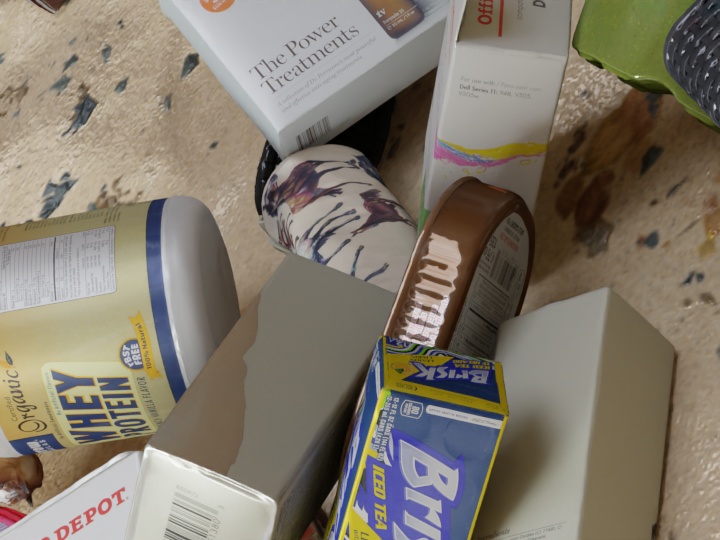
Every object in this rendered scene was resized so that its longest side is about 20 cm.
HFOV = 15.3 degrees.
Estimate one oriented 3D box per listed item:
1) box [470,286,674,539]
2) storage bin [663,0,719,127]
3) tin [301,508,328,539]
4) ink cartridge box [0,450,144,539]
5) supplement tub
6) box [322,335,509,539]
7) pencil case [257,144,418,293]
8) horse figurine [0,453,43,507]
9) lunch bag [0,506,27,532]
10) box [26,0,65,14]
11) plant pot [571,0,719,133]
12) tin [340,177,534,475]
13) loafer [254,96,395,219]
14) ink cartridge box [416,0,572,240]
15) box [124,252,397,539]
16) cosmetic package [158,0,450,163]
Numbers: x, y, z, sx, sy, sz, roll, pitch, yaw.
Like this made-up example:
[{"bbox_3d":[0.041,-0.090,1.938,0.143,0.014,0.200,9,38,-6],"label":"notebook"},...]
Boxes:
[{"bbox_3d":[0.108,0.115,1.398,0.082,0.068,0.201,-19,45,38],"label":"box"},{"bbox_3d":[0.272,-0.127,1.368,0.200,0.135,0.094,-46,35,8],"label":"storage bin"},{"bbox_3d":[-0.052,0.193,1.538,0.112,0.042,0.200,-49,34,11],"label":"tin"},{"bbox_3d":[-0.127,0.223,1.470,0.144,0.084,0.201,-33,57,24],"label":"ink cartridge box"},{"bbox_3d":[-0.182,0.038,1.676,0.198,0.145,0.145,-10,45,7],"label":"supplement tub"},{"bbox_3d":[0.018,0.140,1.383,0.064,0.069,0.201,-93,17,-67],"label":"box"},{"bbox_3d":[0.000,0.000,1.618,0.089,0.078,0.200,-30,36,-3],"label":"pencil case"},{"bbox_3d":[-0.259,0.115,1.782,0.131,0.050,0.200,-4,8,8],"label":"horse figurine"},{"bbox_3d":[-0.200,0.228,1.646,0.199,0.082,0.177,16,67,52],"label":"lunch bag"},{"bbox_3d":[-0.280,-0.346,2.181,0.201,0.164,0.166,-55,34,-6],"label":"box"},{"bbox_3d":[0.211,-0.176,1.466,0.200,0.199,0.191,34,98,56],"label":"plant pot"},{"bbox_3d":[0.044,0.049,1.468,0.042,0.112,0.201,18,84,25],"label":"tin"},{"bbox_3d":[-0.015,-0.106,1.755,0.201,0.073,0.071,-64,8,-20],"label":"loafer"},{"bbox_3d":[0.079,-0.114,1.529,0.118,0.067,0.201,-84,2,-48],"label":"ink cartridge box"},{"bbox_3d":[-0.049,0.087,1.446,0.200,0.077,0.095,-55,-16,-53],"label":"box"},{"bbox_3d":[-0.011,-0.183,1.713,0.199,0.052,0.151,-35,63,-10],"label":"cosmetic package"}]
